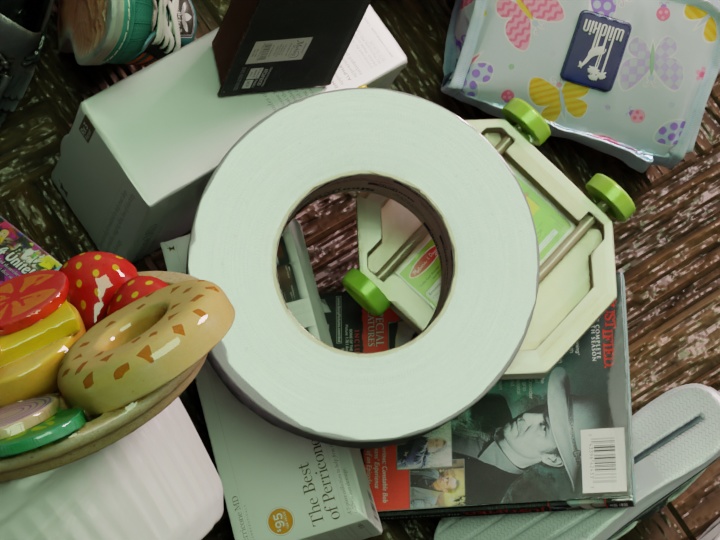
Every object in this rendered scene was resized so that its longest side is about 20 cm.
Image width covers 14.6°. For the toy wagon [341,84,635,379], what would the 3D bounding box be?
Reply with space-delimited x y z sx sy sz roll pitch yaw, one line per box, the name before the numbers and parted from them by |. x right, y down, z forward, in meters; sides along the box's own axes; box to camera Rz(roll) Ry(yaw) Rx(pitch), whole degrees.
toy wagon | 0.059 -0.030 1.665 0.200 0.040 0.155 43 82 7

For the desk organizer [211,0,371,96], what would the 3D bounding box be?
desk organizer | -0.035 -0.182 1.579 0.071 0.200 0.077 -7 67 -19

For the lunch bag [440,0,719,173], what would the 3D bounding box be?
lunch bag | 0.153 -0.178 1.797 0.169 0.127 0.201 19 71 -7

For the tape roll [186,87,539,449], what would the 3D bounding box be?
tape roll | 0.000 0.000 1.598 0.199 0.066 0.202 0 83 -4

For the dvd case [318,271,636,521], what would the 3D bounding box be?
dvd case | 0.063 0.077 1.680 0.199 0.022 0.147 -5 68 9

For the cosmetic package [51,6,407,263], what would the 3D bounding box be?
cosmetic package | -0.081 -0.092 1.700 0.199 0.113 0.081 -33 80 -23

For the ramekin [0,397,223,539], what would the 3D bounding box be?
ramekin | -0.164 0.142 1.540 0.202 0.202 0.094 -39 94 -26

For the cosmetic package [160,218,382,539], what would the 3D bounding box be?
cosmetic package | -0.054 0.069 1.659 0.082 0.051 0.201 -18 72 8

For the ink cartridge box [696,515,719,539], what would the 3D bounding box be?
ink cartridge box | 0.234 0.187 1.659 0.084 0.145 0.200 46 64 5

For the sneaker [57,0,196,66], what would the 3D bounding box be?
sneaker | -0.133 -0.156 1.667 0.079 0.200 0.072 2 96 -12

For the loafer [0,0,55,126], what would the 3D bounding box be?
loafer | -0.214 -0.162 1.674 0.072 0.063 0.201 16 89 -46

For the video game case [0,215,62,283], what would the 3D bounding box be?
video game case | -0.256 0.039 1.593 0.200 0.036 0.181 35 60 30

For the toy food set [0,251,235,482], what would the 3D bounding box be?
toy food set | -0.167 0.048 1.474 0.197 0.200 0.049 -25 115 -9

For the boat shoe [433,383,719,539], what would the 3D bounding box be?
boat shoe | 0.140 0.140 1.692 0.199 0.071 0.072 -26 66 -1
